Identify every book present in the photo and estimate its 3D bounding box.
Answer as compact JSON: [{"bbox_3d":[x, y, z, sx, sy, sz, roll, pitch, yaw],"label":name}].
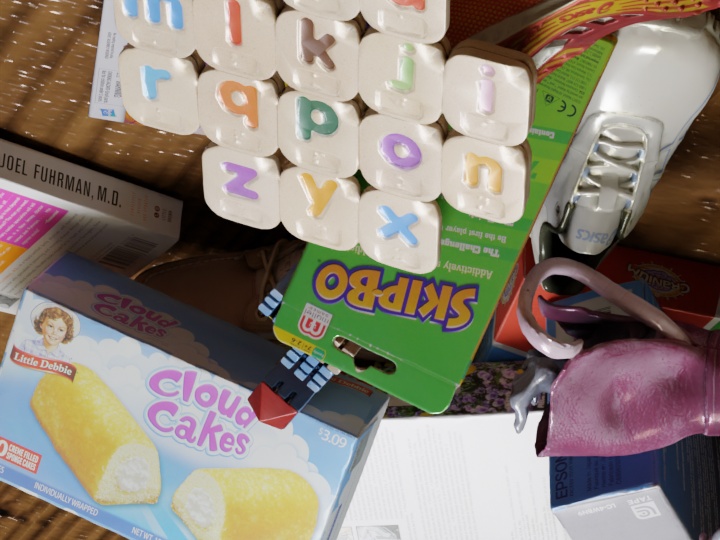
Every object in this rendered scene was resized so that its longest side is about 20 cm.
[{"bbox_3d":[-0.217,-0.031,1.648,0.200,0.048,0.134,20,149,-28],"label":"book"}]

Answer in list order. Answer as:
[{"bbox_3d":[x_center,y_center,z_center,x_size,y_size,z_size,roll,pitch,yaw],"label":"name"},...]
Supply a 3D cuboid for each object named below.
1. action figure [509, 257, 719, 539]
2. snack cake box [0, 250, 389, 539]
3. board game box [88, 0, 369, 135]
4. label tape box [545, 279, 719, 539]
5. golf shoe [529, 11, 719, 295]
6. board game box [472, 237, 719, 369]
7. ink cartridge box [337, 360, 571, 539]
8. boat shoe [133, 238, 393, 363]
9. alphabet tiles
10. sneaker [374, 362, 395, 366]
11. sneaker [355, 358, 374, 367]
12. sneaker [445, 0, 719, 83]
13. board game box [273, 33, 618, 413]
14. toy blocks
[{"bbox_3d":[0.179,0.049,1.485,0.199,0.134,0.149,3,132,9],"label":"action figure"},{"bbox_3d":[-0.098,0.086,1.625,0.200,0.067,0.115,23,114,9],"label":"snack cake box"},{"bbox_3d":[-0.054,-0.128,1.413,0.134,0.045,0.200,8,154,-5],"label":"board game box"},{"bbox_3d":[0.164,0.124,1.639,0.066,0.144,0.200,-14,136,16],"label":"label tape box"},{"bbox_3d":[0.128,-0.057,1.462,0.078,0.097,0.200,10,152,-4],"label":"golf shoe"},{"bbox_3d":[0.164,0.056,1.702,0.199,0.040,0.153,11,138,-10],"label":"board game box"},{"bbox_3d":[0.020,0.108,1.691,0.199,0.050,0.109,-2,128,10],"label":"ink cartridge box"},{"bbox_3d":[-0.032,0.011,1.670,0.199,0.074,0.069,0,152,-8],"label":"boat shoe"},{"bbox_3d":[-0.017,-0.082,1.348,0.200,0.015,0.196,16,139,15],"label":"alphabet tiles"},{"bbox_3d":[0.036,0.101,1.814,0.200,0.084,0.074,-11,150,33],"label":"sneaker"},{"bbox_3d":[0.004,0.112,1.770,0.115,0.076,0.200,38,138,17],"label":"sneaker"},{"bbox_3d":[0.107,-0.142,1.330,0.200,0.077,0.073,-20,154,13],"label":"sneaker"},{"bbox_3d":[0.038,-0.039,1.415,0.095,0.200,0.030,26,-167,6],"label":"board game box"},{"bbox_3d":[0.000,0.000,1.522,0.100,0.137,0.200,41,146,0],"label":"toy blocks"}]
